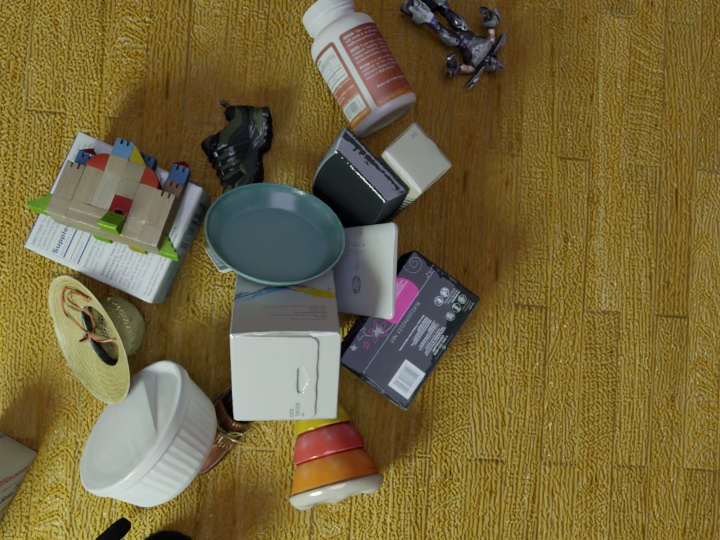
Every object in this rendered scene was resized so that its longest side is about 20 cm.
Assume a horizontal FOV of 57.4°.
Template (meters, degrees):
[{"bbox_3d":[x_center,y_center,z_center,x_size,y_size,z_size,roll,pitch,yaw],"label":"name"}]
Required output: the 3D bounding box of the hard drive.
[{"bbox_3d":[-0.011,-0.118,0.968,0.135,0.200,0.042,46,72,-1],"label":"hard drive"}]

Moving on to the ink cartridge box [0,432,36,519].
[{"bbox_3d":[-0.564,0.342,0.926,0.083,0.145,0.202,27,85,-4],"label":"ink cartridge box"}]

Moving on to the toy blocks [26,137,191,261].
[{"bbox_3d":[-0.324,-0.112,0.899,0.198,0.100,0.138,17,75,-5],"label":"toy blocks"}]

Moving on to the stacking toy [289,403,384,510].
[{"bbox_3d":[-0.053,0.250,1.008,0.144,0.146,0.202,-12,70,-6],"label":"stacking toy"}]

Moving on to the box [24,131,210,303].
[{"bbox_3d":[-0.355,-0.073,0.983,0.198,0.105,0.186,24,85,-5],"label":"box"}]

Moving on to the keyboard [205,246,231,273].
[{"bbox_3d":[-0.128,-0.044,0.980,0.198,0.011,0.056,-19,53,-27],"label":"keyboard"}]

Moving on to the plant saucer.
[{"bbox_3d":[-0.121,-0.046,0.935,0.197,0.036,0.202,9,46,-9],"label":"plant saucer"}]

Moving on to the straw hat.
[{"bbox_3d":[-0.371,0.088,0.981,0.085,0.200,0.203,-30,91,-48],"label":"straw hat"}]

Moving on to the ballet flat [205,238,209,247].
[{"bbox_3d":[-0.143,-0.030,1.018,0.197,0.072,0.069,12,82,-5],"label":"ballet flat"}]

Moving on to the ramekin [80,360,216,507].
[{"bbox_3d":[-0.293,0.237,0.937,0.203,0.202,0.094,-49,123,-5],"label":"ramekin"}]

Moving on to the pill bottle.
[{"bbox_3d":[-0.006,-0.321,1.023,0.111,0.112,0.202,-29,91,-6],"label":"pill bottle"}]

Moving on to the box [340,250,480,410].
[{"bbox_3d":[0.068,0.089,1.013,0.132,0.115,0.201,35,86,-4],"label":"box"}]

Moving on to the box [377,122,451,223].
[{"bbox_3d":[0.054,-0.133,0.973,0.068,0.200,0.082,-43,91,-17],"label":"box"}]

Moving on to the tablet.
[{"bbox_3d":[0.000,0.000,0.971,0.013,0.199,0.132,2,89,-27],"label":"tablet"}]

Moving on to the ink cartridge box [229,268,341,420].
[{"bbox_3d":[-0.106,0.089,0.930,0.143,0.201,0.149,-1,121,-7],"label":"ink cartridge box"}]

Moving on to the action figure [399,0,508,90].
[{"bbox_3d":[0.158,-0.382,1.065,0.199,0.069,0.131,37,80,-6],"label":"action figure"}]

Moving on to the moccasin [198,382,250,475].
[{"bbox_3d":[-0.194,0.222,1.000,0.074,0.078,0.202,42,85,-2],"label":"moccasin"}]

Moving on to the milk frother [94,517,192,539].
[{"bbox_3d":[-0.337,0.477,0.921,0.179,0.188,0.201,32,85,-3],"label":"milk frother"}]

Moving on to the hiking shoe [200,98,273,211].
[{"bbox_3d":[-0.201,-0.164,1.026,0.099,0.076,0.203,12,78,4],"label":"hiking shoe"}]
